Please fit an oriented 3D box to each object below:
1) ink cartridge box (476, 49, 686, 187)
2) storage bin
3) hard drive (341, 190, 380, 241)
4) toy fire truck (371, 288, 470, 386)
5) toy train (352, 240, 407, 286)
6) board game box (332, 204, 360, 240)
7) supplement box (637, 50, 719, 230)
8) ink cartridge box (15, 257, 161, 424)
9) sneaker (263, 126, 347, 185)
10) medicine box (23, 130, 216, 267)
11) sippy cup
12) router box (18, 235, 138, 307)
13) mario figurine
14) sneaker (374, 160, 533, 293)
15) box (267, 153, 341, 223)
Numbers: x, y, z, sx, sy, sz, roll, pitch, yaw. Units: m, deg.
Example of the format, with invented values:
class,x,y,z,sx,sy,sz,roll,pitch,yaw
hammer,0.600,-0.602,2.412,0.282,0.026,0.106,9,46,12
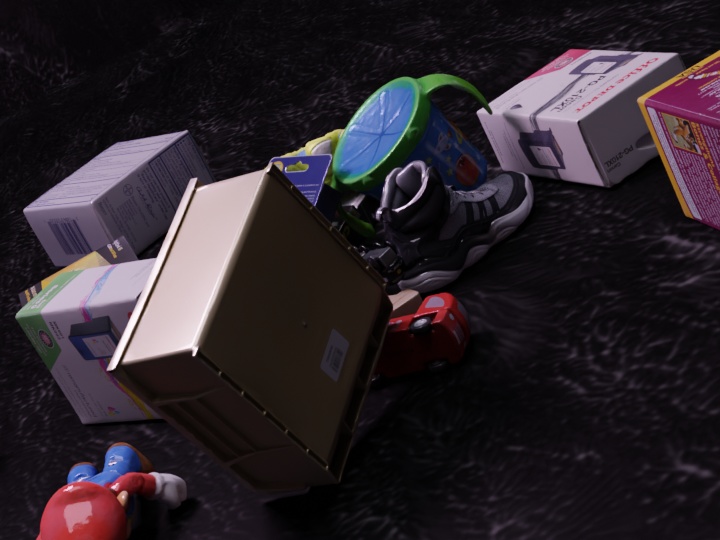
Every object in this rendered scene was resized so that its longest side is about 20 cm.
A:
class,x,y,z,sx,sy,sz,roll,pitch,yaw
ink cartridge box,0.243,-0.165,1.593,0.145,0.084,0.200,-35,22,-18
storage bin,-0.079,0.051,1.242,0.094,0.199,0.200,-14,44,37
hard drive,-0.026,-0.086,1.799,0.140,0.038,0.200,-15,25,31
toy fire truck,0.019,0.053,1.400,0.200,0.049,0.141,-15,22,27
toy train,0.000,0.000,1.511,0.034,0.046,0.200,-42,12,-17
board game box,-0.099,-0.028,1.703,0.200,0.023,0.105,1,55,41
supplement box,0.340,-0.102,1.262,0.103,0.131,0.200,-30,22,-8
ink cartridge box,-0.232,0.072,1.519,0.200,0.145,0.088,-8,28,40
sneaker,-0.028,-0.129,1.743,0.200,0.076,0.105,-17,8,-12
medicine box,-0.336,-0.100,2.111,0.182,0.103,0.200,-2,31,48
sippy cup,0.061,-0.116,1.602,0.178,0.130,0.140,-23,41,45
router box,-0.338,0.037,1.862,0.157,0.052,0.200,-30,21,-8
mario figurine,-0.221,0.223,1.287,0.124,0.106,0.200,-62,7,9
sneaker,0.094,-0.071,1.509,0.075,0.114,0.200,0,34,50
box,-0.085,-0.027,1.595,0.121,0.032,0.200,2,70,53
